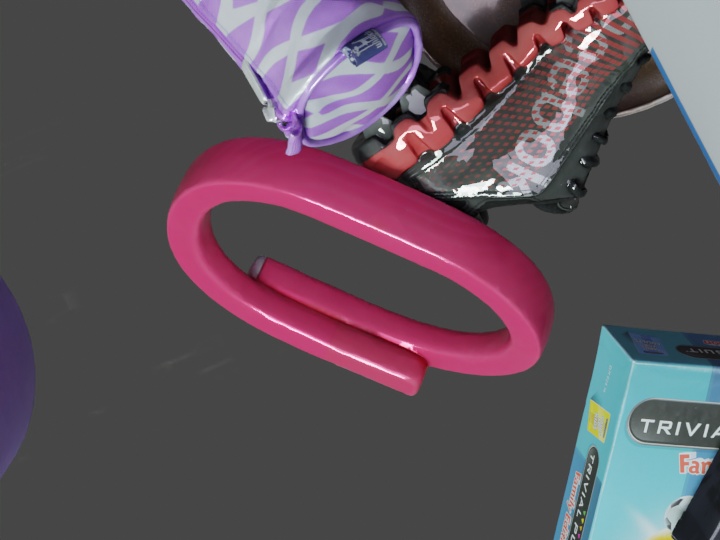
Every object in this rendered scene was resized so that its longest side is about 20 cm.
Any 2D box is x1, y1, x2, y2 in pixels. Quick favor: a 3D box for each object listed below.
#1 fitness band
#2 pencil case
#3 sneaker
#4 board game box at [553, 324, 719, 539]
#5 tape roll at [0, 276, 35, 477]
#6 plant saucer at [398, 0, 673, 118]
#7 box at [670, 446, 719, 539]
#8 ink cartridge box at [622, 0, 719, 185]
[{"bbox_3d":[0.000,0.000,0.956,0.199,0.038,0.144,23,149,0],"label":"fitness band"},{"bbox_3d":[-0.057,-0.141,0.893,0.085,0.084,0.200,-37,66,-10],"label":"pencil case"},{"bbox_3d":[0.096,-0.085,0.910,0.200,0.071,0.098,-36,102,18],"label":"sneaker"},{"bbox_3d":[0.180,0.134,0.995,0.150,0.047,0.201,5,111,-16],"label":"board game box"},{"bbox_3d":[-0.281,0.065,1.027,0.199,0.085,0.201,2,109,5],"label":"tape roll"},{"bbox_3d":[0.106,-0.173,0.931,0.199,0.032,0.201,2,109,6],"label":"plant saucer"},{"bbox_3d":[0.273,0.106,0.963,0.199,0.036,0.143,19,105,-25],"label":"box"},{"bbox_3d":[0.217,-0.148,0.846,0.200,0.084,0.145,-37,105,-25],"label":"ink cartridge box"}]
